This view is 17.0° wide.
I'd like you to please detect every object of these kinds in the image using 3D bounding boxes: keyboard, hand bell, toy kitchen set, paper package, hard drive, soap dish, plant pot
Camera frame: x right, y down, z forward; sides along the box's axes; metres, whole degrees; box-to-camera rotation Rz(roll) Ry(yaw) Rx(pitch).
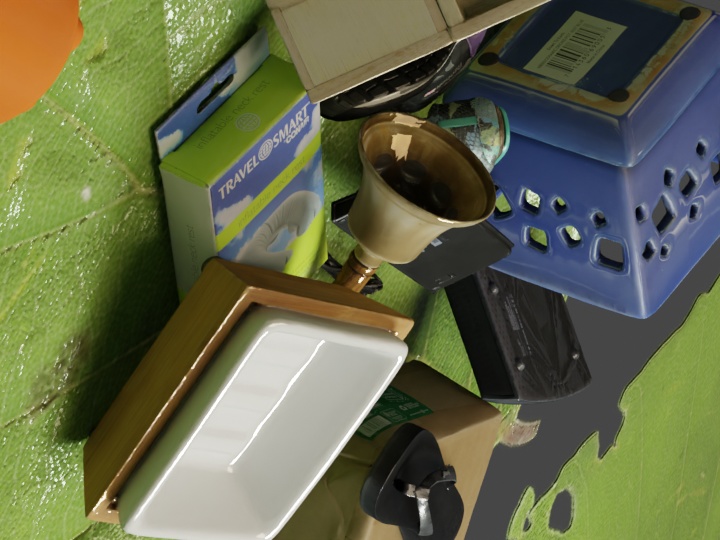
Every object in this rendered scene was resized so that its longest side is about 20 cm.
[{"bbox_3d":[0.027,-0.020,1.762,0.127,0.021,0.200,-26,155,15],"label":"keyboard"},{"bbox_3d":[0.000,0.000,1.640,0.104,0.104,0.200,-27,156,-53],"label":"hand bell"},{"bbox_3d":[0.016,-0.237,1.566,0.200,0.180,0.164,-96,162,-74],"label":"toy kitchen set"},{"bbox_3d":[0.007,0.184,1.901,0.200,0.103,0.191,-15,125,-58],"label":"paper package"},{"bbox_3d":[0.130,0.048,1.998,0.200,0.042,0.135,-5,75,-68],"label":"hard drive"},{"bbox_3d":[-0.079,0.085,1.572,0.157,0.081,0.200,12,122,-46],"label":"soap dish"},{"bbox_3d":[0.182,-0.111,1.858,0.200,0.199,0.180,-47,144,-32],"label":"plant pot"}]

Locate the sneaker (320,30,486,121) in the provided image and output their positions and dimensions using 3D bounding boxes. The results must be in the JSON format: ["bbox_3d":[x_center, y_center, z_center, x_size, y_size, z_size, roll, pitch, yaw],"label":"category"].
[{"bbox_3d":[0.030,-0.135,1.673,0.200,0.076,0.088,-39,152,-43],"label":"sneaker"}]

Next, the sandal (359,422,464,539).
[{"bbox_3d":[0.051,0.169,1.800,0.076,0.043,0.200,-60,155,-11],"label":"sandal"}]

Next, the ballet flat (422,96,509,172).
[{"bbox_3d":[0.051,-0.072,1.770,0.074,0.074,0.200,-50,174,-27],"label":"ballet flat"}]

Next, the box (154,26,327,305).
[{"bbox_3d":[-0.075,-0.047,1.579,0.122,0.048,0.200,-48,152,-32],"label":"box"}]

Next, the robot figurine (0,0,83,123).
[{"bbox_3d":[-0.210,-0.132,1.141,0.200,0.143,0.117,28,49,-66],"label":"robot figurine"}]
